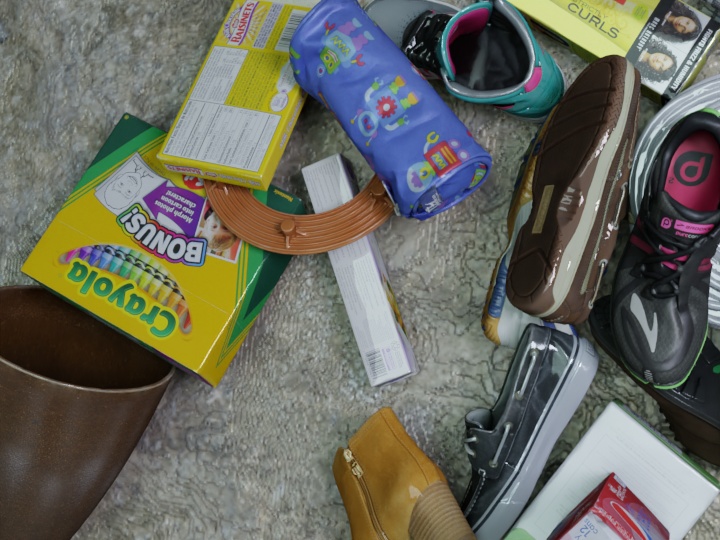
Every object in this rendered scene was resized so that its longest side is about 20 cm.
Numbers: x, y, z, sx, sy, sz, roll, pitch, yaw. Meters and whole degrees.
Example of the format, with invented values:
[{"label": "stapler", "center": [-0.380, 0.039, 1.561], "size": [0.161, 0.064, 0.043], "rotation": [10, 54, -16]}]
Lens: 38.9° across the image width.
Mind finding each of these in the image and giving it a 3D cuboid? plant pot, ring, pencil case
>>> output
[{"label": "plant pot", "center": [-0.280, 0.146, 0.907], "size": [0.185, 0.186, 0.203], "rotation": [26, 107, 17]}, {"label": "ring", "center": [-0.044, -0.107, 0.879], "size": [0.196, 0.019, 0.204], "rotation": [-5, 61, 8]}, {"label": "pencil case", "center": [0.019, -0.128, 0.823], "size": [0.087, 0.078, 0.201], "rotation": [-39, 73, 7]}]

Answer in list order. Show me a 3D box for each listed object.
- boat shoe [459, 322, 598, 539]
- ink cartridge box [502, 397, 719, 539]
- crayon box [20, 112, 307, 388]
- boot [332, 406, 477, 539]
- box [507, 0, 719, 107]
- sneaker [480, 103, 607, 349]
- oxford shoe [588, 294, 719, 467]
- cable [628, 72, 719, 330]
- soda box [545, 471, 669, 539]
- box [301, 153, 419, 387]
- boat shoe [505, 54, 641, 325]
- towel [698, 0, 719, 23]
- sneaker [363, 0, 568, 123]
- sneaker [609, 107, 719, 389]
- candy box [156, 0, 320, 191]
[{"label": "boat shoe", "center": [0.114, 0.131, 0.813], "size": [0.070, 0.072, 0.203], "rotation": [25, 101, -2]}, {"label": "ink cartridge box", "center": [0.180, 0.212, 0.805], "size": [0.103, 0.059, 0.201], "rotation": [39, 98, 16]}, {"label": "crayon box", "center": [-0.171, -0.022, 0.907], "size": [0.197, 0.058, 0.174], "rotation": [26, 74, 17]}, {"label": "boot", "center": [0.013, 0.227, 0.858], "size": [0.145, 0.070, 0.203], "rotation": [51, 126, 36]}, {"label": "box", "center": [0.193, -0.215, 0.839], "size": [0.199, 0.050, 0.076], "rotation": [37, 98, 17]}, {"label": "sneaker", "center": [0.163, -0.031, 0.833], "size": [0.086, 0.075, 0.204], "rotation": [15, 94, 2]}, {"label": "oxford shoe", "center": [0.249, 0.099, 0.777], "size": [0.199, 0.085, 0.073], "rotation": [41, 56, 13]}, {"label": "cable", "center": [0.304, -0.053, 0.779], "size": [0.199, 0.069, 0.202], "rotation": [-36, 79, 15]}, {"label": "soda box", "center": [0.160, 0.189, 0.676], "size": [0.070, 0.200, 0.064], "rotation": [-46, 74, 8]}, {"label": "box", "center": [0.000, 0.000, 0.888], "size": [0.041, 0.039, 0.203], "rotation": [-21, 80, 13]}, {"label": "boat shoe", "center": [0.173, -0.057, 0.771], "size": [0.074, 0.074, 0.206], "rotation": [16, 84, 60]}, {"label": "towel", "center": [0.376, -0.247, 0.767], "size": [0.164, 0.085, 0.202], "rotation": [34, 96, 16]}, {"label": "sneaker", "center": [0.073, -0.186, 0.837], "size": [0.197, 0.121, 0.085], "rotation": [25, 93, 18]}, {"label": "sneaker", "center": [0.219, -0.019, 0.721], "size": [0.075, 0.084, 0.204], "rotation": [9, 87, 20]}, {"label": "candy box", "center": [-0.094, -0.165, 0.893], "size": [0.100, 0.027, 0.203], "rotation": [11, 63, 19]}]
